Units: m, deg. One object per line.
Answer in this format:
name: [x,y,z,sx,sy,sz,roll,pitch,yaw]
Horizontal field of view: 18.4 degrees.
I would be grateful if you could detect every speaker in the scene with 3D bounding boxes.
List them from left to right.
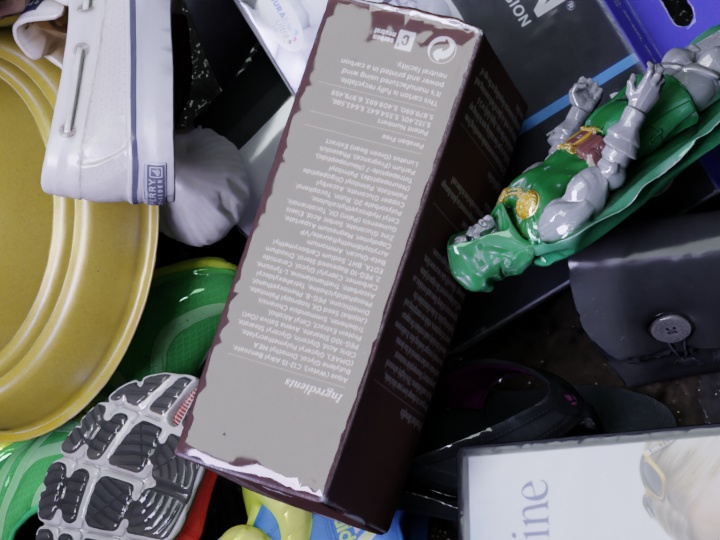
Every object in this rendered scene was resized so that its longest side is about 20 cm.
speaker: [0.003,-0.101,1.075,0.200,0.081,0.081,-45,59,2]

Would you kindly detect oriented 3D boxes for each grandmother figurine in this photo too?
grandmother figurine: [-0.119,-0.087,1.050,0.200,0.060,0.122,47,119,30]

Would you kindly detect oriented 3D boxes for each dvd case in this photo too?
dvd case: [0.135,0.132,0.887,0.199,0.018,0.144,-7,72,18]

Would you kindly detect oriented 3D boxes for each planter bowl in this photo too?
planter bowl: [-0.190,-0.023,1.013,0.199,0.083,0.202,-4,83,40]

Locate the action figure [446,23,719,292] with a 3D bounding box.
action figure: [0.114,-0.058,0.921,0.200,0.055,0.118,-40,14,-14]

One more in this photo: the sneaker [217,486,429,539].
sneaker: [-0.023,0.162,0.982,0.104,0.076,0.201,8,72,26]

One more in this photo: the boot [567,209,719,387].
boot: [0.180,-0.021,0.918,0.199,0.165,0.066,-4,45,23]

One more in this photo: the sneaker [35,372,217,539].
sneaker: [-0.104,0.141,1.014,0.077,0.085,0.201,22,95,31]

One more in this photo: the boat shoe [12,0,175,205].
boat shoe: [-0.117,-0.114,0.972,0.069,0.071,0.201,-2,59,-6]

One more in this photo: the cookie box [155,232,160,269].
cookie box: [-0.191,-0.084,1.158,0.170,0.075,0.201,-10,66,21]

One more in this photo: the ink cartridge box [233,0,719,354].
ink cartridge box: [0.074,-0.095,1.005,0.199,0.043,0.199,-32,90,6]

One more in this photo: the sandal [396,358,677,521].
sandal: [0.040,0.071,0.970,0.199,0.048,0.076,0,47,3]

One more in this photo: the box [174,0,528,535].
box: [0.000,0.000,0.922,0.074,0.100,0.201,14,80,19]

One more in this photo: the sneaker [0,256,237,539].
sneaker: [-0.115,0.078,1.063,0.200,0.074,0.084,-48,56,11]

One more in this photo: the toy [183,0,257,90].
toy: [-0.057,-0.165,1.057,0.047,0.200,0.115,33,83,10]
